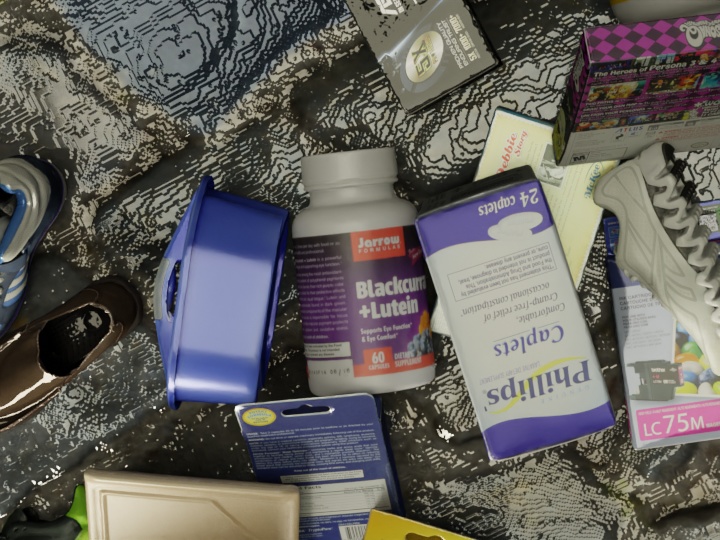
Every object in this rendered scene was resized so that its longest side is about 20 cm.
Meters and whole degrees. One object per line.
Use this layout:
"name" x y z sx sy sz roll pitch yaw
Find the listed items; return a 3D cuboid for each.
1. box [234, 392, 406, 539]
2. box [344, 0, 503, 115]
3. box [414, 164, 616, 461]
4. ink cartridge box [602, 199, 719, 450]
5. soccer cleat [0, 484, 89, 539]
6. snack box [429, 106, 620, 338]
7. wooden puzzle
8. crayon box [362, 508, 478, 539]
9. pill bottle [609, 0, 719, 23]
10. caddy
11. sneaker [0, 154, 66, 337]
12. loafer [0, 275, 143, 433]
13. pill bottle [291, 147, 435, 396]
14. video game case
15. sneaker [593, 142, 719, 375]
"box" -0.031 0.166 1.474 0.120 0.033 0.201 -5 135 7
"box" 0.033 -0.235 1.410 0.086 0.164 0.201 -28 94 9
"box" 0.122 0.029 1.382 0.104 0.184 0.202 -18 95 6
"ink cartridge box" 0.278 0.046 1.479 0.118 0.042 0.202 -8 94 7
"soccer cleat" -0.314 0.265 1.561 0.199 0.068 0.082 -30 84 2
"snack box" 0.141 -0.028 1.485 0.115 0.037 0.202 18 98 3
"wooden puzzle" -0.144 0.242 1.505 0.183 0.037 0.201 5 130 2
"crayon box" 0.051 0.294 1.498 0.126 0.051 0.202 16 117 4
"pill bottle" 0.250 -0.268 1.407 0.111 0.112 0.202 -14 95 8
"caddy" -0.124 0.022 1.470 0.104 0.141 0.202 9 97 0
"sneaker" -0.328 -0.009 1.484 0.080 0.146 0.201 30 98 2
"loafer" -0.284 0.076 1.527 0.200 0.071 0.073 -41 91 9
"pill bottle" 0.000 0.000 1.464 0.110 0.111 0.202 -6 92 7
"video game case" 0.261 -0.145 1.372 0.198 0.182 0.036 -7 68 -4
"sneaker" 0.259 -0.002 1.427 0.080 0.075 0.202 -23 93 23
